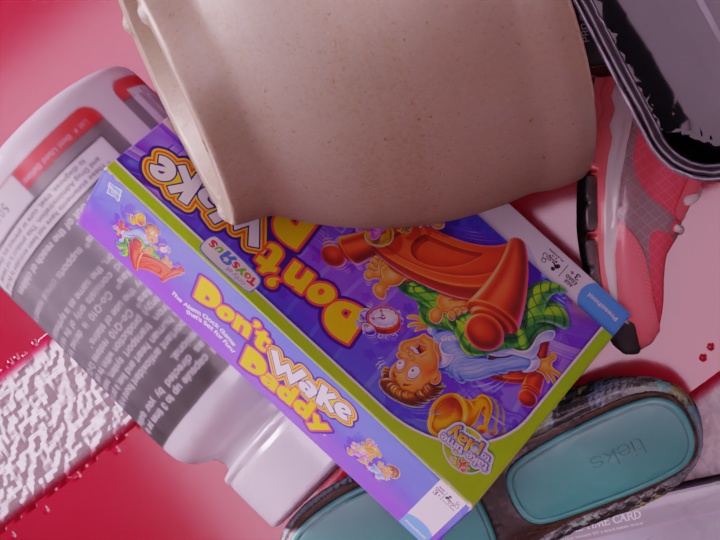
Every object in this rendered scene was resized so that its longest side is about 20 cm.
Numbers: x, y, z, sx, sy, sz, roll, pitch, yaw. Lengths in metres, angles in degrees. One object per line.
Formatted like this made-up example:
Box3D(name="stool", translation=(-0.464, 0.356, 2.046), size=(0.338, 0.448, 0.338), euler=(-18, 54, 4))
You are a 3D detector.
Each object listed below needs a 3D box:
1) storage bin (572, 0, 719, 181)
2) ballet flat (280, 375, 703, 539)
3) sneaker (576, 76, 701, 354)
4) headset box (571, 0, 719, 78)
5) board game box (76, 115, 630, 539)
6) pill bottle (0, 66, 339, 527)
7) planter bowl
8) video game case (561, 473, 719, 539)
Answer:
Box3D(name="storage bin", translation=(0.132, -0.143, 0.676), size=(0.135, 0.094, 0.201), euler=(-28, 86, 13))
Box3D(name="ballet flat", translation=(0.060, 0.100, 0.854), size=(0.199, 0.074, 0.075), euler=(-18, 89, 6))
Box3D(name="sneaker", translation=(0.141, -0.062, 0.837), size=(0.086, 0.074, 0.201), euler=(1, 92, 5))
Box3D(name="headset box", translation=(0.138, -0.159, 0.760), size=(0.199, 0.077, 0.150), euler=(-5, 92, 12))
Box3D(name="board game box", translation=(0.000, 0.000, 0.793), size=(0.200, 0.045, 0.134), euler=(42, 52, 3))
Box3D(name="pill bottle", translation=(-0.077, 0.014, 0.849), size=(0.200, 0.114, 0.114), euler=(44, 97, 5))
Box3D(name="planter bowl", translation=(-0.016, -0.099, 0.713), size=(0.134, 0.200, 0.201), euler=(-25, 88, -8))
Box3D(name="video game case", translation=(0.126, 0.208, 0.873), size=(0.142, 0.019, 0.201), euler=(-13, 90, 8))
